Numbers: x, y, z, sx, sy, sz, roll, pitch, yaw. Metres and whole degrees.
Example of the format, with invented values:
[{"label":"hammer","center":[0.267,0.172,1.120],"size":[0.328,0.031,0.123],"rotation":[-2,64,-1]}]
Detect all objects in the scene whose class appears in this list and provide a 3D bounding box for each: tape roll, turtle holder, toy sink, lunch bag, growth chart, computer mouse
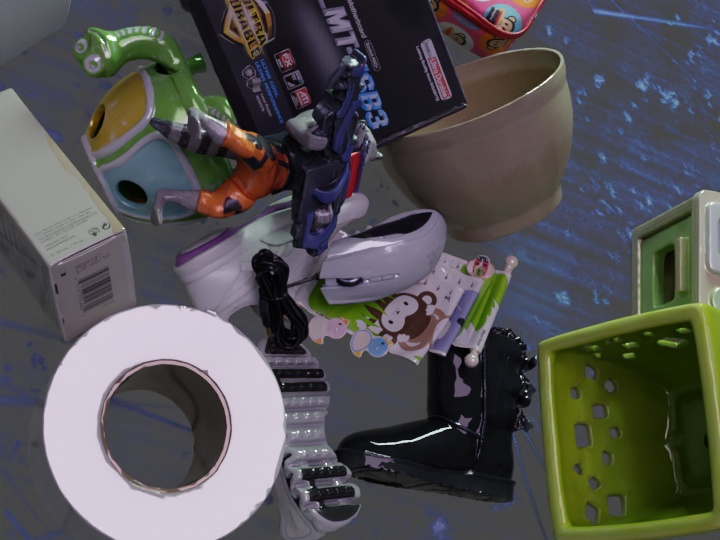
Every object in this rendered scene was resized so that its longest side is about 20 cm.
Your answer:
[{"label":"tape roll","center":[-0.176,0.140,1.135],"size":[0.201,0.139,0.204],"rotation":[5,74,-18]},{"label":"turtle holder","center":[-0.178,-0.120,1.182],"size":[0.131,0.186,0.141],"rotation":[-25,62,-5]},{"label":"toy sink","center":[0.358,0.000,1.323],"size":[0.111,0.200,0.131],"rotation":[8,75,-17]},{"label":"lunch bag","center":[0.124,-0.339,1.398],"size":[0.176,0.082,0.201],"rotation":[33,67,-4]},{"label":"growth chart","center":[0.037,0.024,1.269],"size":[0.199,0.018,0.145],"rotation":[15,61,7]},{"label":"computer mouse","center":[0.000,0.000,1.216],"size":[0.199,0.110,0.044],"rotation":[-22,40,-18]}]

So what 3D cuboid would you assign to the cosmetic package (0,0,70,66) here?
[{"label":"cosmetic package","center":[-0.374,-0.279,1.159],"size":[0.167,0.166,0.200],"rotation":[-39,90,-23]}]

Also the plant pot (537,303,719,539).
[{"label":"plant pot","center":[0.301,0.152,1.259],"size":[0.181,0.199,0.200],"rotation":[9,72,-42]}]

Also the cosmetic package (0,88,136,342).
[{"label":"cosmetic package","center":[-0.271,-0.048,1.125],"size":[0.073,0.104,0.200],"rotation":[-27,58,-23]}]

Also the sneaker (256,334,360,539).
[{"label":"sneaker","center":[-0.065,0.151,1.206],"size":[0.075,0.081,0.201],"rotation":[7,52,-33]}]

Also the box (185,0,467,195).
[{"label":"box","center":[-0.030,-0.197,1.177],"size":[0.198,0.050,0.201],"rotation":[-23,109,-3]}]

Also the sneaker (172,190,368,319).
[{"label":"sneaker","center":[-0.075,-0.011,1.256],"size":[0.199,0.075,0.100],"rotation":[-27,100,-19]}]

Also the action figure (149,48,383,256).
[{"label":"action figure","center":[-0.065,-0.112,1.108],"size":[0.193,0.201,0.105],"rotation":[-4,41,-33]}]

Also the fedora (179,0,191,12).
[{"label":"fedora","center":[-0.109,-0.282,1.280],"size":[0.199,0.201,0.092],"rotation":[2,111,-18]}]

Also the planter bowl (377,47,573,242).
[{"label":"planter bowl","center":[0.119,-0.112,1.288],"size":[0.200,0.200,0.135],"rotation":[-32,113,-23]}]

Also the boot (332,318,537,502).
[{"label":"boot","center":[0.073,0.125,1.262],"size":[0.197,0.073,0.163],"rotation":[13,72,-19]}]
